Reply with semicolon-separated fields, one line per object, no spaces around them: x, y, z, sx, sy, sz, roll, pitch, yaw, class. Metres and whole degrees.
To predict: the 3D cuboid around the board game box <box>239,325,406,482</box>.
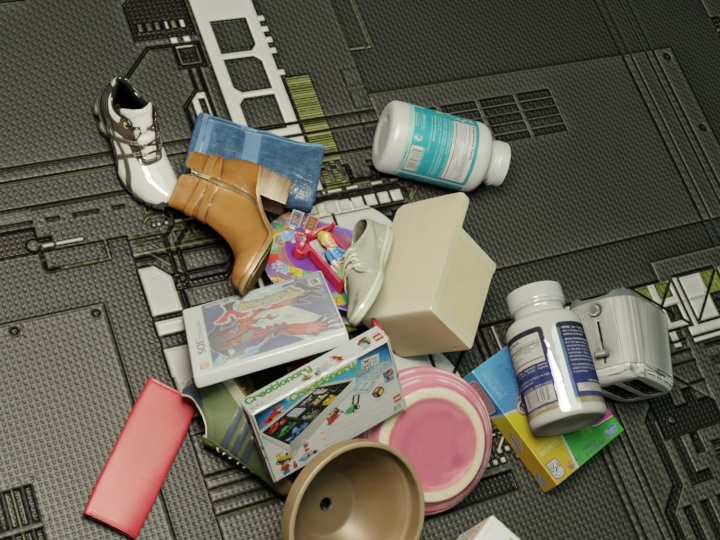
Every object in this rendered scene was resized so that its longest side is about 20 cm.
-0.043;0.168;1.511;0.199;0.127;0.035;-27;40;-16;board game box

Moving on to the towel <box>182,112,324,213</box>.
-0.152;-0.156;1.755;0.199;0.049;0.112;16;57;-10;towel

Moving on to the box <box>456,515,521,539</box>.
0.134;0.429;1.546;0.101;0.113;0.200;42;57;3;box

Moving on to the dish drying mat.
-0.278;0.237;1.542;0.077;0.018;0.201;27;58;-7;dish drying mat

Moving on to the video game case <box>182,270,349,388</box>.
-0.128;0.072;1.570;0.199;0.023;0.182;-16;28;-6;video game case

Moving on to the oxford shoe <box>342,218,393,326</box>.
0.000;0.000;1.654;0.058;0.075;0.201;29;40;-14;oxford shoe

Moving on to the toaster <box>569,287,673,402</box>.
0.390;0.115;1.778;0.200;0.113;0.130;25;55;-51;toaster

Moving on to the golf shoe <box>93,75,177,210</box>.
-0.311;-0.180;1.689;0.078;0.095;0.201;-27;78;-30;golf shoe

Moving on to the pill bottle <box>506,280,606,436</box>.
0.268;0.122;1.698;0.110;0.111;0.201;-3;67;-22;pill bottle

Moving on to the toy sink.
0.106;0.009;1.712;0.112;0.130;0.201;43;52;-36;toy sink

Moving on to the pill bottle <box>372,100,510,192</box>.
0.125;-0.184;1.843;0.199;0.111;0.111;13;61;-15;pill bottle

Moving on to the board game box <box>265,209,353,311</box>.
-0.042;-0.022;1.720;0.199;0.039;0.159;15;47;-12;board game box

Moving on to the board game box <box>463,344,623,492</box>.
0.264;0.196;1.750;0.153;0.040;0.200;-32;79;-30;board game box

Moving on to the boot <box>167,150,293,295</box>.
-0.190;-0.071;1.652;0.154;0.077;0.201;18;65;-3;boot

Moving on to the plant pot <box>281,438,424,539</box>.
-0.024;0.308;1.537;0.200;0.093;0.202;-4;98;-31;plant pot

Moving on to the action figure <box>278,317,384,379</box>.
-0.057;0.135;1.631;0.199;0.066;0.052;-30;49;-13;action figure

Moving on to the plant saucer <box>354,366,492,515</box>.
0.088;0.230;1.617;0.199;0.051;0.202;0;90;-17;plant saucer

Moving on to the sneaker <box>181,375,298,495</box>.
-0.161;0.214;1.574;0.090;0.067;0.201;-26;98;12;sneaker
